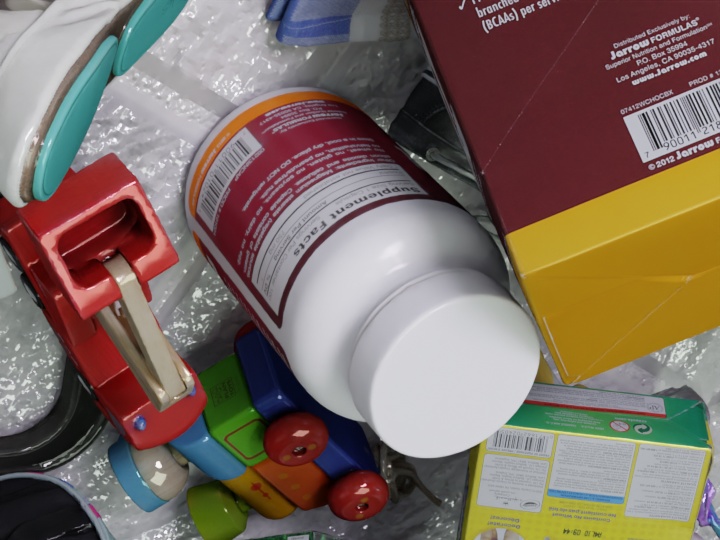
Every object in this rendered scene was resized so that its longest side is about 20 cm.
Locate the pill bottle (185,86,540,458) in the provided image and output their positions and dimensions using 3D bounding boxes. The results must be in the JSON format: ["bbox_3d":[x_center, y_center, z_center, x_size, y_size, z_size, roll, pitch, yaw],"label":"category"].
[{"bbox_3d":[0.000,0.000,0.840,0.113,0.200,0.113,-14,125,-21],"label":"pill bottle"}]

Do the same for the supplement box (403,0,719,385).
[{"bbox_3d":[0.137,-0.091,0.781,0.197,0.200,0.133,-22,153,5],"label":"supplement box"}]

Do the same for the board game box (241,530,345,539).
[{"bbox_3d":[0.005,0.178,0.988,0.200,0.105,0.023,23,65,-44],"label":"board game box"}]

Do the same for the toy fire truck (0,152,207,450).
[{"bbox_3d":[-0.111,0.020,0.804,0.049,0.141,0.200,-33,130,-14],"label":"toy fire truck"}]

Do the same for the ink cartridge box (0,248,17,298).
[{"bbox_3d":[-0.255,-0.023,0.713,0.200,0.050,0.162,-14,152,-7],"label":"ink cartridge box"}]

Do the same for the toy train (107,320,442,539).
[{"bbox_3d":[-0.044,0.120,0.979,0.116,0.085,0.200,-30,138,11],"label":"toy train"}]

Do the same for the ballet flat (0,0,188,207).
[{"bbox_3d":[-0.126,-0.096,0.735,0.069,0.200,0.070,9,128,12],"label":"ballet flat"}]

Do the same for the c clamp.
[{"bbox_3d":[-0.190,0.022,0.865,0.171,0.027,0.200,-10,122,-30],"label":"c clamp"}]

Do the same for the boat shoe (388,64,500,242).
[{"bbox_3d":[0.095,-0.040,0.951,0.199,0.074,0.068,34,94,-39],"label":"boat shoe"}]

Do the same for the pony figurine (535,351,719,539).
[{"bbox_3d":[0.131,0.116,1.017,0.167,0.193,0.200,-47,111,0],"label":"pony figurine"}]

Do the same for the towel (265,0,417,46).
[{"bbox_3d":[0.066,-0.160,0.853,0.200,0.024,0.147,-4,148,-27],"label":"towel"}]

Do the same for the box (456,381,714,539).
[{"bbox_3d":[0.107,0.154,0.912,0.117,0.048,0.200,7,119,0],"label":"box"}]

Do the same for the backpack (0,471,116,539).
[{"bbox_3d":[-0.193,0.205,0.874,0.200,0.178,0.151,-35,131,-3],"label":"backpack"}]
